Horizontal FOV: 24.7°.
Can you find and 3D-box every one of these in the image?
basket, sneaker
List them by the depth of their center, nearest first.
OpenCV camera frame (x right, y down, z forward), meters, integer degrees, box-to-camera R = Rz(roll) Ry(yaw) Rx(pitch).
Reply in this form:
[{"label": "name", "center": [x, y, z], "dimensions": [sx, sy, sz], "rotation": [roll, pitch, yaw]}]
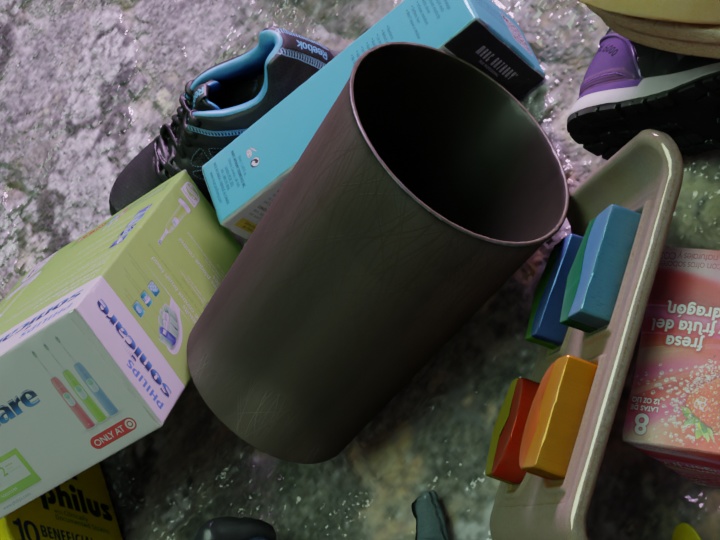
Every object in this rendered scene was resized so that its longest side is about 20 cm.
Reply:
[{"label": "sneaker", "center": [0.195, -0.114, 0.845], "dimensions": [0.199, 0.076, 0.088], "rotation": [-2, 62, 46]}, {"label": "basket", "center": [0.000, 0.000, 0.897], "dimensions": [0.136, 0.181, 0.200], "rotation": [37, 119, -2]}, {"label": "sneaker", "center": [-0.099, -0.094, 1.063], "dimensions": [0.199, 0.082, 0.074], "rotation": [-34, 57, 23]}]

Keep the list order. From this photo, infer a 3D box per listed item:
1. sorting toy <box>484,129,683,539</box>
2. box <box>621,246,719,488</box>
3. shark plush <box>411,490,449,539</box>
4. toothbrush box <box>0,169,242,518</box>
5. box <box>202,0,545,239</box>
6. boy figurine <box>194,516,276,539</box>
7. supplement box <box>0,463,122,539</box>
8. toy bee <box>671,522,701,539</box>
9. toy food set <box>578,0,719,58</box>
[{"label": "sorting toy", "center": [0.101, 0.044, 0.811], "dimensions": [0.036, 0.185, 0.202], "rotation": [14, 80, -4]}, {"label": "box", "center": [0.231, 0.055, 0.736], "dimensions": [0.198, 0.102, 0.096], "rotation": [5, 75, 33]}, {"label": "shark plush", "center": [0.069, 0.204, 0.854], "dimensions": [0.083, 0.091, 0.201], "rotation": [-27, 34, 3]}, {"label": "toothbrush box", "center": [-0.163, 0.042, 0.987], "dimensions": [0.145, 0.086, 0.200], "rotation": [-30, 14, 23]}, {"label": "box", "center": [0.006, -0.088, 0.982], "dimensions": [0.199, 0.082, 0.049], "rotation": [-37, 53, 19]}, {"label": "boy figurine", "center": [-0.030, 0.220, 0.888], "dimensions": [0.200, 0.064, 0.125], "rotation": [41, 107, 47]}, {"label": "supplement box", "center": [-0.227, 0.166, 1.037], "dimensions": [0.109, 0.109, 0.201], "rotation": [-38, 54, 19]}, {"label": "toy bee", "center": [0.151, 0.183, 0.766], "dimensions": [0.198, 0.109, 0.132], "rotation": [0, 61, 11]}, {"label": "toy food set", "center": [0.198, -0.154, 0.813], "dimensions": [0.197, 0.049, 0.198], "rotation": [-3, 26, 7]}]
